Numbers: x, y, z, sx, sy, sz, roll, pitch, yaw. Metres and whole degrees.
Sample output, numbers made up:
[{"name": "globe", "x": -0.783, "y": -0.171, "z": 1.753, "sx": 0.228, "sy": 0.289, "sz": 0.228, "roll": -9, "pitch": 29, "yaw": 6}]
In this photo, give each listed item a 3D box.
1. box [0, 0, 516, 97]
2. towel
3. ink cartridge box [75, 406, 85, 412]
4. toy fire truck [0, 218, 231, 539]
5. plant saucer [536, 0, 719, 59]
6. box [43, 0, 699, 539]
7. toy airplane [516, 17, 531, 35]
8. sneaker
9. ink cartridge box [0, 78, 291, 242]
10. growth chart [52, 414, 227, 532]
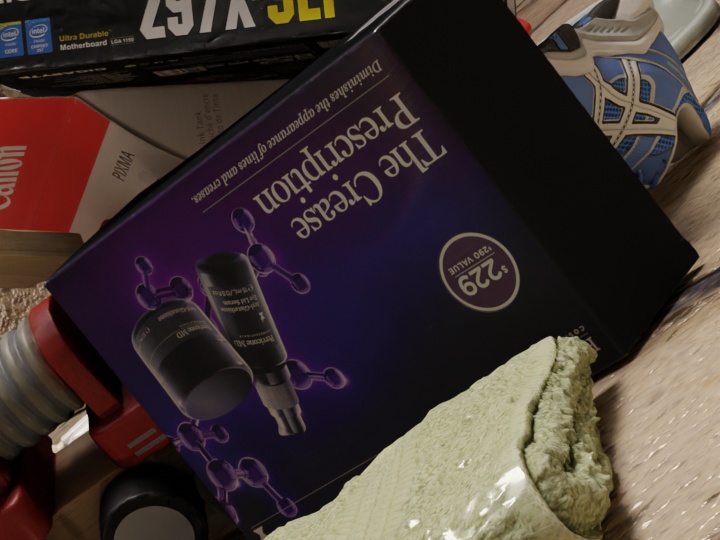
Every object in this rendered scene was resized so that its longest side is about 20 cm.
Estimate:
[{"name": "box", "x": -0.042, "y": -0.102, "z": 0.947, "sx": 0.198, "sy": 0.050, "sz": 0.160, "roll": -6, "pitch": -1, "yaw": 9}, {"name": "towel", "x": 0.010, "y": 0.082, "z": 0.694, "sx": 0.148, "sy": 0.037, "sz": 0.200, "roll": -39, "pitch": 6, "yaw": 11}, {"name": "ink cartridge box", "x": -0.223, "y": 0.061, "z": 2.233, "sx": 0.200, "sy": 0.047, "sz": 0.160, "roll": -44, "pitch": 7, "yaw": -28}, {"name": "toy fire truck", "x": -0.139, "y": 0.049, "z": 0.981, "sx": 0.176, "sy": 0.200, "sz": 0.129, "roll": -34, "pitch": 27, "yaw": 11}, {"name": "plant saucer", "x": 0.123, "y": -0.113, "z": 1.420, "sx": 0.200, "sy": 0.050, "sz": 0.200, "roll": -39, "pitch": 6, "yaw": 5}, {"name": "box", "x": 0.000, "y": 0.000, "z": 0.865, "sx": 0.200, "sy": 0.141, "sz": 0.079, "roll": -34, "pitch": 10, "yaw": 40}, {"name": "toy airplane", "x": -0.005, "y": -0.049, "z": 1.235, "sx": 0.199, "sy": 0.141, "sz": 0.201, "roll": -17, "pitch": -38, "yaw": -58}, {"name": "sneaker", "x": 0.090, "y": -0.058, "z": 0.984, "sx": 0.076, "sy": 0.077, "sz": 0.200, "roll": -37, "pitch": 0, "yaw": 41}, {"name": "ink cartridge box", "x": -0.099, "y": -0.024, "z": 1.002, "sx": 0.199, "sy": 0.050, "sz": 0.161, "roll": -6, "pitch": -21, "yaw": -19}, {"name": "growth chart", "x": -0.106, "y": 0.096, "z": 1.113, "sx": 0.144, "sy": 0.018, "sz": 0.200, "roll": -38, "pitch": 24, "yaw": 6}]
